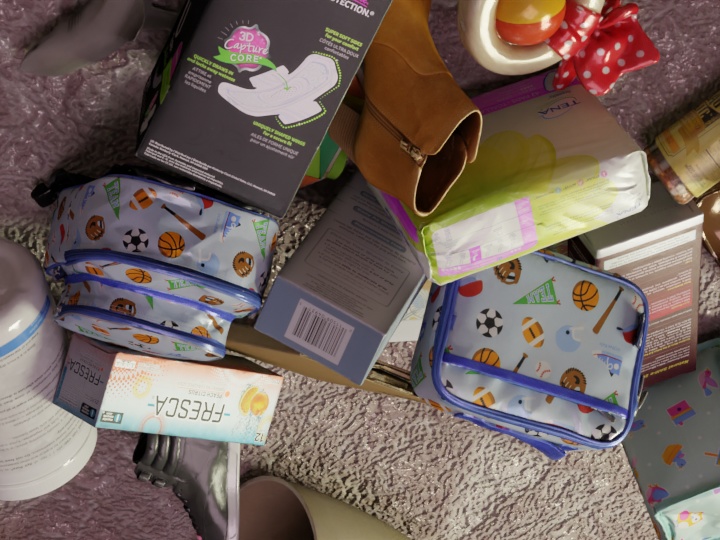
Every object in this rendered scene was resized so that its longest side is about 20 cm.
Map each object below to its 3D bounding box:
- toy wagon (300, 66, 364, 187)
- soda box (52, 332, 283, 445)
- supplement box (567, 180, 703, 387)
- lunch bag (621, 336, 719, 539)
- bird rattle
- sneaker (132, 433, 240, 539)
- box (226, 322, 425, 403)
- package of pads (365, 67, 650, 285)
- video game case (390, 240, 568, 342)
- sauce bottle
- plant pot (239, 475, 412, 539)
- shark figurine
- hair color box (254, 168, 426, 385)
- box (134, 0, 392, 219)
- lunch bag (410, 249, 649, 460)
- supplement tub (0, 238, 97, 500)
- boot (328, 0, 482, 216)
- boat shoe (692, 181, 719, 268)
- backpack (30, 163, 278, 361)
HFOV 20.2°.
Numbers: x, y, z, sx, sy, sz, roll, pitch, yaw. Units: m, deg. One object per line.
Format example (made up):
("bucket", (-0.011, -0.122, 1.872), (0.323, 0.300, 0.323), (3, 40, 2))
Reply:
("toy wagon", (-0.060, -0.149, 1.627), (0.155, 0.040, 0.200), (15, 125, -24))
("soda box", (-0.161, 0.102, 1.727), (0.200, 0.063, 0.069), (12, 97, -46))
("supplement box", (0.245, 0.021, 1.810), (0.108, 0.061, 0.201), (-18, 134, -13))
("lunch bag", (0.348, 0.153, 1.889), (0.199, 0.171, 0.122), (-20, 139, 4))
("bird rattle", (0.147, -0.215, 1.573), (0.162, 0.113, 0.200), (-20, 144, -17))
("sneaker", (-0.161, 0.200, 1.872), (0.099, 0.071, 0.201), (-2, 112, -6))
("box", (-0.041, 0.076, 1.730), (0.163, 0.200, 0.021), (21, 82, -35))
("package of pads", (0.117, -0.079, 1.629), (0.199, 0.155, 0.068), (-20, 129, -9))
("video game case", (0.116, -0.021, 1.787), (0.181, 0.023, 0.201), (-4, 130, -10))
("sauce bottle", (0.334, -0.137, 1.710), (0.200, 0.066, 0.066), (-38, 128, 12))
("plant pot", (-0.023, 0.304, 1.950), (0.199, 0.188, 0.187), (14, 127, -39))
("shark figurine", (-0.179, -0.220, 1.511), (0.128, 0.090, 0.215), (2, 131, -16))
("hair color box", (0.000, 0.000, 1.647), (0.099, 0.200, 0.061), (28, 126, 4))
("box", (-0.071, -0.171, 1.498), (0.124, 0.149, 0.201), (24, 111, -14))
("lunch bag", (0.146, 0.068, 1.679), (0.199, 0.161, 0.076), (18, 165, -17))
("supplement tub", (-0.307, 0.084, 1.711), (0.131, 0.132, 0.201), (-13, 131, -1))
("boot", (0.050, -0.155, 1.551), (0.071, 0.144, 0.202), (3, 113, -39))
("boat shoe", (0.356, -0.014, 1.816), (0.072, 0.068, 0.200), (-33, 128, 18))
("backpack", (-0.158, -0.010, 1.611), (0.199, 0.155, 0.190), (10, 165, -18))
